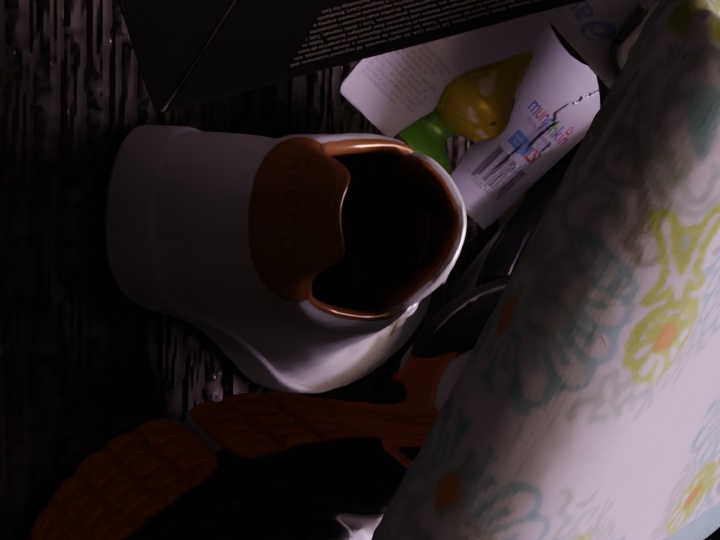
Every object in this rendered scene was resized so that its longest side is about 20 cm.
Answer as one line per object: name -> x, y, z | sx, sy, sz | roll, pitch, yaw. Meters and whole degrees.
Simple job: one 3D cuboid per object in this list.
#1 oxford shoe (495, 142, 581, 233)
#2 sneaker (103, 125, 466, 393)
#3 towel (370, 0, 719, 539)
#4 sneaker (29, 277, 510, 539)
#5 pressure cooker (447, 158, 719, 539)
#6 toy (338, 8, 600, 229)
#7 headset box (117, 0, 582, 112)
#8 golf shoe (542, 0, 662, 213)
oxford shoe -> 0.105, -0.047, 1.167 | 0.200, 0.072, 0.085 | -64, 147, -45
sneaker -> 0.000, 0.000, 0.887 | 0.200, 0.084, 0.073 | 13, 79, -70
towel -> 0.082, 0.001, 0.734 | 0.200, 0.048, 0.172 | -21, 138, -60
sneaker -> -0.001, 0.079, 0.826 | 0.199, 0.076, 0.092 | -20, 129, -28
pressure cooker -> 0.110, 0.043, 1.015 | 0.200, 0.175, 0.180 | 125, -35, -80
toy -> 0.077, -0.112, 0.891 | 0.200, 0.047, 0.115 | -48, 148, 2
headset box -> 0.004, -0.138, 0.710 | 0.200, 0.148, 0.078 | -104, 179, -54
golf shoe -> 0.105, -0.082, 0.847 | 0.078, 0.097, 0.201 | -118, -148, -63
